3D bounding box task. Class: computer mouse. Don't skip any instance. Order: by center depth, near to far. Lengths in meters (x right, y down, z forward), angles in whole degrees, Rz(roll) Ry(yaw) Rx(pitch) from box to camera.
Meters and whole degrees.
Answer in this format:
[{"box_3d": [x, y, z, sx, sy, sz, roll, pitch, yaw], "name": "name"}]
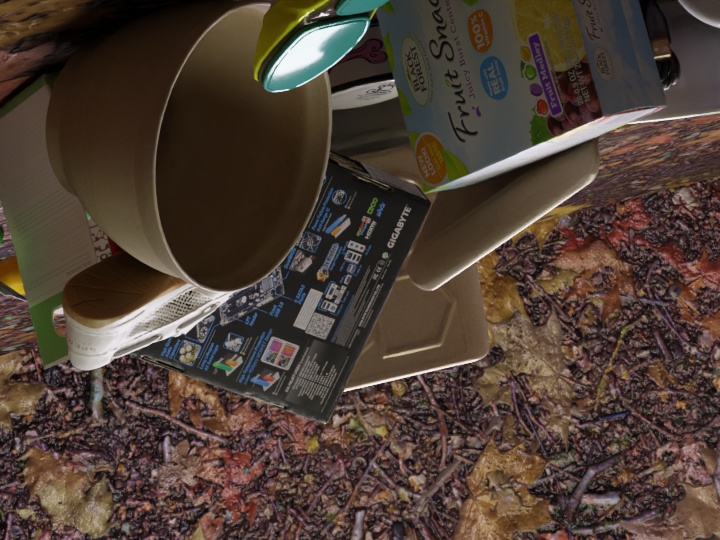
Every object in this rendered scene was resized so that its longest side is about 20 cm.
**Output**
[{"box_3d": [0.165, -0.139, 1.705, 0.044, 0.110, 0.200, 18, 135, -41], "name": "computer mouse"}]

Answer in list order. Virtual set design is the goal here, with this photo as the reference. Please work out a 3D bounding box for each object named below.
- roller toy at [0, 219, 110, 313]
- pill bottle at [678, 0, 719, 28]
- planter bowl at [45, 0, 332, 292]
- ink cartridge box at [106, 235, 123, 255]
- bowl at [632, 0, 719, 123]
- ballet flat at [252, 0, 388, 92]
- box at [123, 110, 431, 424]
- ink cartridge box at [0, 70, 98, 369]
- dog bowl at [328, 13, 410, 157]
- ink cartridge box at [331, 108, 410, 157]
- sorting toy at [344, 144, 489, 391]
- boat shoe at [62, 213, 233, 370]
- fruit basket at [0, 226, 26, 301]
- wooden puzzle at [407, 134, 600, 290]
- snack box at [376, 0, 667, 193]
[{"box_3d": [-0.223, -0.035, 2.031, 0.200, 0.140, 0.182, -10, 172, -41], "name": "roller toy"}, {"box_3d": [0.309, -0.231, 1.665, 0.111, 0.111, 0.200, -18, 175, 25], "name": "pill bottle"}, {"box_3d": [-0.131, -0.096, 1.535, 0.135, 0.200, 0.200, 14, -169, 32], "name": "planter bowl"}, {"box_3d": [-0.141, -0.048, 1.790, 0.084, 0.200, 0.176, -16, 175, 15], "name": "ink cartridge box"}, {"box_3d": [0.248, -0.171, 1.775, 0.201, 0.090, 0.201, -7, -173, 1], "name": "bowl"}, {"box_3d": [-0.018, -0.183, 1.426, 0.067, 0.067, 0.200, -11, 165, -30], "name": "ballet flat"}, {"box_3d": [-0.076, -0.004, 1.691, 0.198, 0.200, 0.050, 20, -167, -20], "name": "box"}, {"box_3d": [-0.220, -0.038, 1.666, 0.048, 0.200, 0.146, -15, 176, -32], "name": "ink cartridge box"}, {"box_3d": [0.003, -0.151, 1.737, 0.200, 0.074, 0.200, -12, 168, -3], "name": "dog bowl"}, {"box_3d": [-0.005, -0.080, 1.867, 0.147, 0.200, 0.083, -15, 171, -14], "name": "ink cartridge box"}, {"box_3d": [0.000, 0.000, 1.790, 0.200, 0.185, 0.036, -13, -171, -19], "name": "sorting toy"}, {"box_3d": [-0.137, 0.013, 1.592, 0.200, 0.071, 0.069, -26, 141, -40], "name": "boat shoe"}, {"box_3d": [-0.346, -0.032, 1.736, 0.094, 0.185, 0.200, -59, 178, 3], "name": "fruit basket"}, {"box_3d": [0.123, -0.087, 1.629, 0.185, 0.037, 0.200, -36, -157, 35], "name": "wooden puzzle"}, {"box_3d": [0.101, -0.158, 1.507, 0.068, 0.169, 0.200, -11, 173, -35], "name": "snack box"}]
